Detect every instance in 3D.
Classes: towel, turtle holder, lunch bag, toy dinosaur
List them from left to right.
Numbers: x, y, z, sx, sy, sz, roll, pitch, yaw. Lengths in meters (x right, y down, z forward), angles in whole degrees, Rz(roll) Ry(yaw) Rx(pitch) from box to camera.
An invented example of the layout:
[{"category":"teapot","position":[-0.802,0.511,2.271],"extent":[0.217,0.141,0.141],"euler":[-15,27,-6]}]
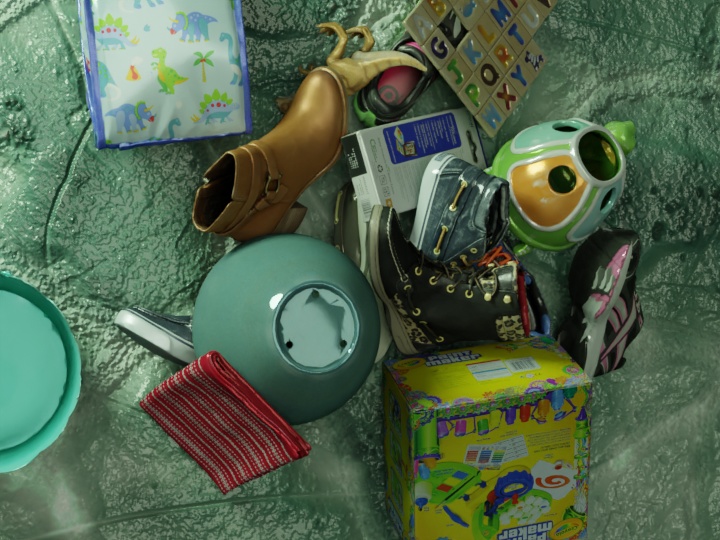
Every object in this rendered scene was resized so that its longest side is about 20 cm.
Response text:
[{"category":"lunch bag","position":[-0.207,-0.231,1.465],"extent":[0.168,0.127,0.203],"euler":[-8,81,-13]},{"category":"towel","position":[-0.144,0.161,1.437],"extent":[0.145,0.200,0.023],"euler":[47,55,-7]},{"category":"toy dinosaur","position":[-0.002,-0.222,1.522],"extent":[0.060,0.198,0.108],"euler":[17,58,-52]},{"category":"turtle holder","position":[0.237,-0.100,1.550],"extent":[0.184,0.131,0.143],"euler":[2,67,-35]}]

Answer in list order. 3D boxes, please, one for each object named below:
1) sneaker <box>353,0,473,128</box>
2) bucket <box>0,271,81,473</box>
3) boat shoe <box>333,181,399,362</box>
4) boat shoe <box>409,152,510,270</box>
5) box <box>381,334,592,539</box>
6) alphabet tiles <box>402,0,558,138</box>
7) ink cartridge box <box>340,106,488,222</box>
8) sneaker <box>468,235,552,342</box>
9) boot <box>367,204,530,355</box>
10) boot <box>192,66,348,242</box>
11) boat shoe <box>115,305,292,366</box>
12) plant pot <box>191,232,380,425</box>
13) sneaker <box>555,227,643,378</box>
[{"category":"sneaker","position":[0.071,-0.241,1.551],"extent":[0.076,0.084,0.201],"euler":[34,82,-11]},{"category":"bucket","position":[-0.379,0.104,1.411],"extent":[0.204,0.135,0.210],"euler":[0,89,-12]},{"category":"boat shoe","position":[0.002,0.000,1.542],"extent":[0.072,0.060,0.205],"euler":[4,88,-44]},{"category":"boat shoe","position":[0.102,-0.020,1.510],"extent":[0.071,0.090,0.203],"euler":[-23,130,-48]},{"category":"box","position":[0.134,0.194,1.504],"extent":[0.197,0.122,0.195],"euler":[-7,113,-14]},{"category":"alphabet tiles","position":[0.148,-0.277,1.567],"extent":[0.167,0.008,0.201],"euler":[48,60,-21]},{"category":"ink cartridge box","position":[0.065,-0.121,1.545],"extent":[0.199,0.037,0.096],"euler":[-19,94,-44]},{"category":"sneaker","position":[0.159,0.003,1.569],"extent":[0.075,0.078,0.201],"euler":[-38,97,-12]},{"category":"boot","position":[0.092,0.009,1.452],"extent":[0.148,0.074,0.202],"euler":[-3,131,17]},{"category":"boot","position":[-0.097,-0.124,1.458],"extent":[0.076,0.155,0.202],"euler":[35,107,26]},{"category":"boat shoe","position":[-0.158,0.064,1.496],"extent":[0.199,0.071,0.092],"euler":[27,78,-16]},{"category":"plant pot","position":[-0.061,0.058,1.410],"extent":[0.197,0.135,0.203],"euler":[1,87,-18]},{"category":"sneaker","position":[0.283,0.036,1.577],"extent":[0.085,0.081,0.202],"euler":[-7,131,-26]}]
